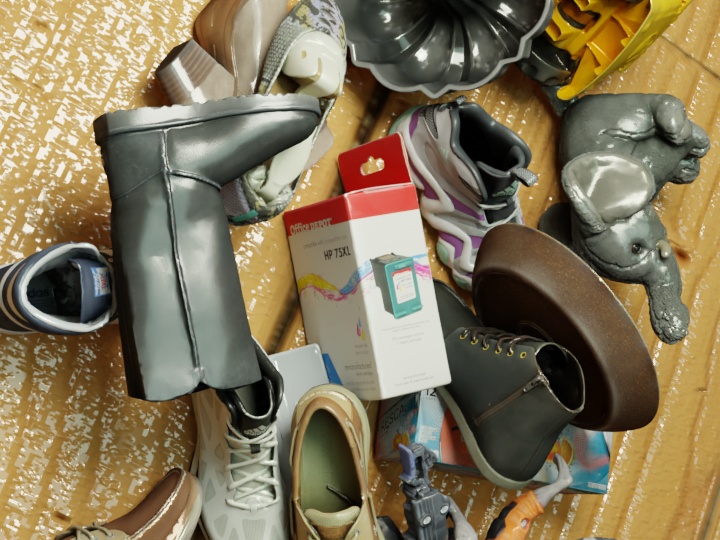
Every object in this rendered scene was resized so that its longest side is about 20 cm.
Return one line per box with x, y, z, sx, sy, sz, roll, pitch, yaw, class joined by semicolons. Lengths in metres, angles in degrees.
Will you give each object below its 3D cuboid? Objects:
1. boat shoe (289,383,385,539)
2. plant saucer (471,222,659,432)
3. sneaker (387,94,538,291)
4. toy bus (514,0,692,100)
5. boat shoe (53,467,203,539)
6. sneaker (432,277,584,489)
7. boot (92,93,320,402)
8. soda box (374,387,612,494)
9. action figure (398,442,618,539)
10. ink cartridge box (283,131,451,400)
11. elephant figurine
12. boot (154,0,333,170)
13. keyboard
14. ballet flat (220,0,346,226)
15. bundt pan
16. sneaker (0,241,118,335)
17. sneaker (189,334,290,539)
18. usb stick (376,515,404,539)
-0.023;0.188;1.114;0.075;0.074;0.201;-9;90;6;boat shoe
0.153;0.054;1.184;0.034;0.200;0.201;-35;102;-21;plant saucer
0.112;-0.056;1.232;0.078;0.140;0.200;-42;104;-26;sneaker
0.198;-0.270;1.310;0.200;0.136;0.192;52;39;13;toy bus
-0.191;0.217;1.075;0.072;0.076;0.200;45;64;-15;boat shoe
0.108;0.062;1.174;0.075;0.106;0.200;-3;51;-39;sneaker
-0.095;-0.016;1.042;0.164;0.066;0.201;-8;85;-11;boot
0.114;0.144;1.252;0.199;0.068;0.064;14;76;-26;soda box
0.097;0.223;1.177;0.193;0.105;0.201;-26;120;-15;action figure
0.000;0.000;1.178;0.067;0.116;0.201;-11;89;-28;ink cartridge box
0.221;-0.055;1.292;0.142;0.155;0.200;52;53;-39;elephant figurine
-0.072;-0.154;1.190;0.146;0.070;0.200;48;66;-23;boot
-0.035;0.161;1.172;0.056;0.011;0.201;-14;81;-5;keyboard
-0.047;-0.123;1.127;0.072;0.072;0.201;30;74;-23;ballet flat
0.075;-0.240;1.219;0.076;0.201;0.203;-4;86;-67;bundt pan
-0.175;0.007;1.084;0.199;0.108;0.070;-13;91;-29;sneaker
-0.091;0.138;1.105;0.075;0.115;0.201;-9;86;-11;sneaker
-0.045;0.265;1.174;0.200;0.033;0.056;-31;93;-28;usb stick
